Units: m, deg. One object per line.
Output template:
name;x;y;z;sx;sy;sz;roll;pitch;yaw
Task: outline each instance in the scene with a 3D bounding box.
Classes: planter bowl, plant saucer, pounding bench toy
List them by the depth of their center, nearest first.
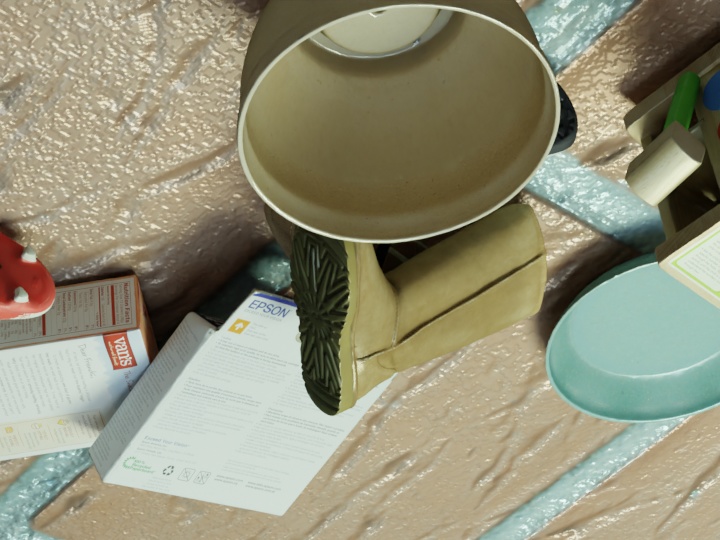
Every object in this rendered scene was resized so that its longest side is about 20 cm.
planter bowl;0.016;-0.134;1.267;0.198;0.136;0.201;-5;138;-5
pounding bench toy;0.246;-0.083;1.347;0.124;0.157;0.199;-36;132;29
plant saucer;0.239;0.045;1.580;0.198;0.036;0.201;-6;138;-5

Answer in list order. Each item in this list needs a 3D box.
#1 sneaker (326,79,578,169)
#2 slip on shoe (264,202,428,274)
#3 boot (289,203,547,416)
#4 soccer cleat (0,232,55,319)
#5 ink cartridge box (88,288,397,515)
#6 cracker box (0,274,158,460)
sneaker;0.048;-0.094;1.386;0.198;0.072;0.083;-5;163;-4
slip on shoe;0.000;0.000;1.474;0.060;0.077;0.200;12;163;39
boot;0.045;-0.004;1.420;0.199;0.066;0.176;-26;138;-30
soccer cleat;-0.315;0.001;1.417;0.198;0.069;0.085;12;143;-18
ink cartridge box;-0.077;0.094;1.532;0.199;0.041;0.200;19;118;-46
cracker box;-0.251;0.079;1.516;0.198;0.058;0.135;-8;140;0
